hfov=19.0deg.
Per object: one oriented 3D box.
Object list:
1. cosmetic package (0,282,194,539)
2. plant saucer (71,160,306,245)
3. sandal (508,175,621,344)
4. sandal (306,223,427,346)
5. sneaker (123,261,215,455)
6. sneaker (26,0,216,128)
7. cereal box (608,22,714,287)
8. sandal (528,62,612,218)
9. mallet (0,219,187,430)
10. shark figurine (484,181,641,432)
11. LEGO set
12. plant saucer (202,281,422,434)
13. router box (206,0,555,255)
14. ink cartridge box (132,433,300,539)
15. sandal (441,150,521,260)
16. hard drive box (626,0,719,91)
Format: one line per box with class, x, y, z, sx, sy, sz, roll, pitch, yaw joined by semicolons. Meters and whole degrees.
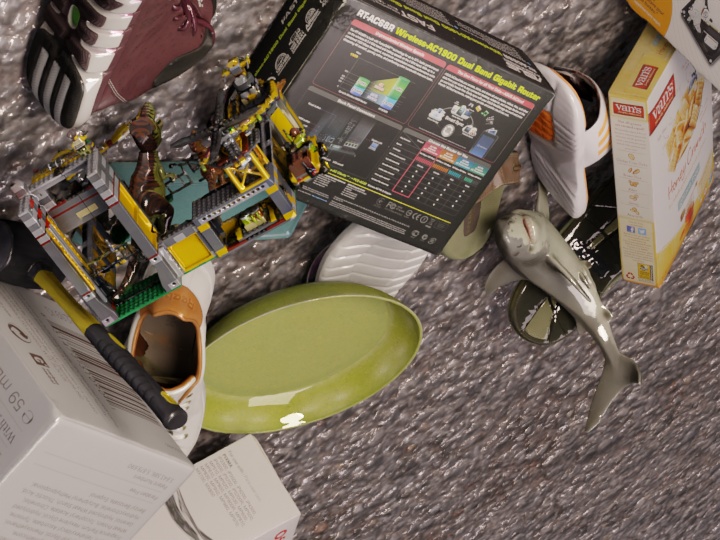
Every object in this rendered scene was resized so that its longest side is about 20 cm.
cosmetic package;-0.256;0.131;1.431;0.200;0.165;0.165;-47;148;8
plant saucer;-0.110;-0.046;1.517;0.199;0.019;0.070;-3;132;-45
sandal;0.201;-0.019;1.843;0.201;0.080;0.057;-40;-173;-7
sandal;-0.007;0.000;1.663;0.082;0.050;0.203;-3;145;-26
sneaker;-0.149;0.083;1.553;0.072;0.085;0.201;8;127;0
sneaker;-0.125;-0.178;1.298;0.115;0.076;0.201;-19;153;-40
cereal box;0.244;-0.107;1.719;0.144;0.039;0.201;-58;151;-37
sandal;0.167;-0.115;1.689;0.059;0.079;0.207;-37;157;-9
mallet;-0.180;0.032;1.363;0.066;0.200;0.041;22;108;-49
shark figurine;0.152;0.020;1.774;0.089;0.129;0.215;-27;120;18
LEGO set;-0.131;-0.070;1.346;0.199;0.154;0.116;-23;123;19
plant saucer;-0.050;0.063;1.658;0.198;0.031;0.201;-15;152;-8
router box;0.014;-0.111;1.480;0.199;0.062;0.150;21;115;-37
ink cartridge box;-0.156;0.234;1.721;0.199;0.083;0.147;-28;159;-22
sandal;0.098;-0.075;1.671;0.079;0.057;0.202;-29;147;-20
hard drive box;0.289;-0.251;1.572;0.076;0.156;0.201;-10;136;-38
